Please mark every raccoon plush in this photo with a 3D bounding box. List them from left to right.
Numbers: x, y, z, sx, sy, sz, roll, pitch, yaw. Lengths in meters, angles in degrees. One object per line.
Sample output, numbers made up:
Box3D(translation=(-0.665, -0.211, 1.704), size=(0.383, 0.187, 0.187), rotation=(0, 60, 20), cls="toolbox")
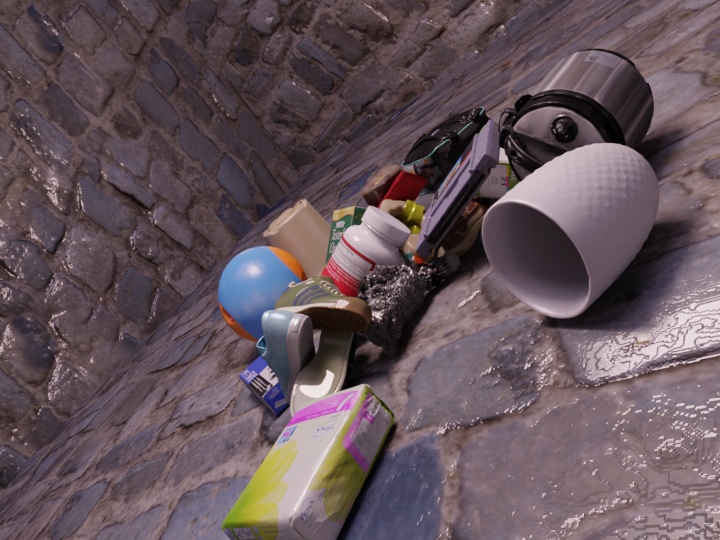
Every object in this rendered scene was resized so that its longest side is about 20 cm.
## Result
Box3D(translation=(0.074, 0.038, 0.950), size=(0.199, 0.097, 0.134), rotation=(-38, 23, 4), cls="raccoon plush")

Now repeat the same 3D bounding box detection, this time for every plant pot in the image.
Box3D(translation=(-0.127, -0.054, 1.477), size=(0.199, 0.185, 0.201), rotation=(-36, 16, 12), cls="plant pot")

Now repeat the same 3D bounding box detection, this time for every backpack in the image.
Box3D(translation=(0.184, -0.227, 1.286), size=(0.176, 0.154, 0.199), rotation=(-44, 22, -19), cls="backpack")

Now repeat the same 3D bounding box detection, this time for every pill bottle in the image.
Box3D(translation=(0.000, 0.000, 1.054), size=(0.203, 0.111, 0.113), rotation=(-59, 11, 13), cls="pill bottle")

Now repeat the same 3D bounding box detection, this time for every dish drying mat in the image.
Box3D(translation=(0.053, -0.108, 1.245), size=(0.202, 0.076, 0.018), rotation=(-56, 47, 24), cls="dish drying mat")

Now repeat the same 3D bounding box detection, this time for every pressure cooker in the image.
Box3D(translation=(0.301, -0.194, 0.885), size=(0.174, 0.180, 0.200), rotation=(-12, 30, 52), cls="pressure cooker")

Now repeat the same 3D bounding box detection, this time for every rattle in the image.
Box3D(translation=(0.079, -0.028, 1.169), size=(0.143, 0.128, 0.203), rotation=(-49, 40, 33), cls="rattle")

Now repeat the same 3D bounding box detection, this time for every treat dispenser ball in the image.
Box3D(translation=(-0.206, 0.051, 1.336), size=(0.199, 0.202, 0.202), rotation=(-35, 16, 12), cls="treat dispenser ball")

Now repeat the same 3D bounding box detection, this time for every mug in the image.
Box3D(translation=(0.243, -0.046, 0.721), size=(0.174, 0.148, 0.201), rotation=(-37, -17, -23), cls="mug")

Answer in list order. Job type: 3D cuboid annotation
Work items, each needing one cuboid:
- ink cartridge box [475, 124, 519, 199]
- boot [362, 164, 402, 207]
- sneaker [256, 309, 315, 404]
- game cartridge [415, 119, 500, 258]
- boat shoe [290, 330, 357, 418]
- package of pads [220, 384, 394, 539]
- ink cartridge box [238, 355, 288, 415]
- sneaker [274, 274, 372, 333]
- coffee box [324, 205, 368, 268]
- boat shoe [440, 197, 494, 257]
Box3D(translation=(0.294, -0.187, 1.093), size=(0.195, 0.077, 0.148), rotation=(10, 37, 23), cls="ink cartridge box")
Box3D(translation=(0.025, -0.108, 1.282), size=(0.185, 0.064, 0.201), rotation=(-40, -28, -9), cls="boot")
Box3D(translation=(-0.117, 0.130, 0.961), size=(0.074, 0.080, 0.203), rotation=(-58, -19, -45), cls="sneaker")
Box3D(translation=(0.151, -0.127, 0.974), size=(0.201, 0.038, 0.131), rotation=(-57, 11, 36), cls="game cartridge")
Box3D(translation=(-0.048, 0.156, 0.940), size=(0.072, 0.067, 0.202), rotation=(2, 48, 15), cls="boat shoe")
Box3D(translation=(-0.056, 0.236, 0.739), size=(0.153, 0.069, 0.201), rotation=(-26, 22, 45), cls="package of pads")
Box3D(translation=(-0.154, 0.192, 1.128), size=(0.094, 0.045, 0.199), rotation=(-42, 15, -16), cls="ink cartridge box")
Box3D(translation=(-0.057, 0.043, 0.949), size=(0.197, 0.067, 0.091), rotation=(-9, 46, 40), cls="sneaker")
Box3D(translation=(-0.033, -0.019, 1.219), size=(0.123, 0.043, 0.206), rotation=(-175, 95, -69), cls="coffee box")
Box3D(translation=(0.181, -0.104, 1.107), size=(0.071, 0.072, 0.201), rotation=(-23, 23, 44), cls="boat shoe")
